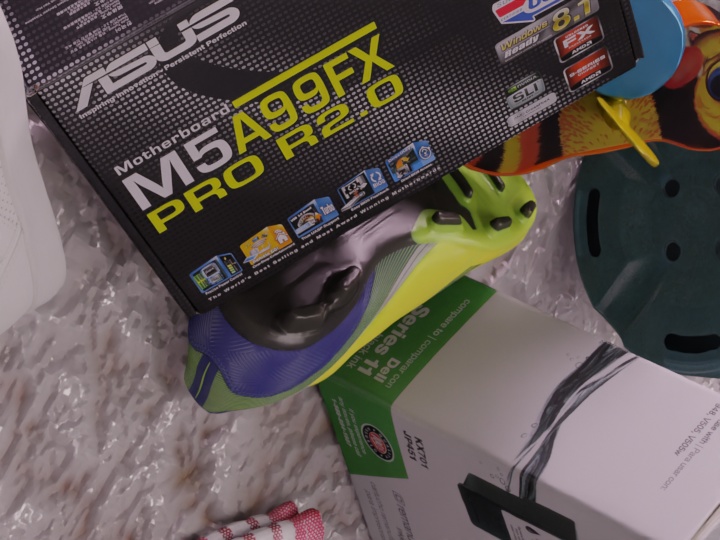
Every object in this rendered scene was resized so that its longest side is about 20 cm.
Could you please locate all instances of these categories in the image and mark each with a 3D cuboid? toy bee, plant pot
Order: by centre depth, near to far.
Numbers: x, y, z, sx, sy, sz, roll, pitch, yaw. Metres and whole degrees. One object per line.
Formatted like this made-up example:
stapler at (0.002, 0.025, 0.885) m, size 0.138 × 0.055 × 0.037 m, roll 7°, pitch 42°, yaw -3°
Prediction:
toy bee at (0.122, -0.077, 0.851) m, size 0.109 × 0.199 × 0.131 m, roll 65°, pitch 26°, yaw -22°
plant pot at (0.221, -0.023, 1.021) m, size 0.196 × 0.200 × 0.201 m, roll 0°, pitch 110°, yaw -43°

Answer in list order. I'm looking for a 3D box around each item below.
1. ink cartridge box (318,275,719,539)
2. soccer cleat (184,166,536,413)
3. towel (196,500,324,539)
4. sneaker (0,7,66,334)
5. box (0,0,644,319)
ink cartridge box at (0.091, 0.100, 0.900) m, size 0.083 × 0.200 × 0.147 m, roll -44°, pitch 139°, yaw -26°
soccer cleat at (-0.001, -0.001, 0.862) m, size 0.200 × 0.065 × 0.084 m, roll -29°, pitch 161°, yaw -45°
towel at (-0.092, 0.192, 0.867) m, size 0.200 × 0.030 × 0.147 m, roll -20°, pitch 124°, yaw -45°
sneaker at (-0.160, -0.030, 0.614) m, size 0.116 × 0.073 × 0.201 m, roll -46°, pitch 141°, yaw -30°
box at (-0.007, -0.081, 0.712) m, size 0.199 × 0.044 × 0.160 m, roll -30°, pitch 148°, yaw -1°
